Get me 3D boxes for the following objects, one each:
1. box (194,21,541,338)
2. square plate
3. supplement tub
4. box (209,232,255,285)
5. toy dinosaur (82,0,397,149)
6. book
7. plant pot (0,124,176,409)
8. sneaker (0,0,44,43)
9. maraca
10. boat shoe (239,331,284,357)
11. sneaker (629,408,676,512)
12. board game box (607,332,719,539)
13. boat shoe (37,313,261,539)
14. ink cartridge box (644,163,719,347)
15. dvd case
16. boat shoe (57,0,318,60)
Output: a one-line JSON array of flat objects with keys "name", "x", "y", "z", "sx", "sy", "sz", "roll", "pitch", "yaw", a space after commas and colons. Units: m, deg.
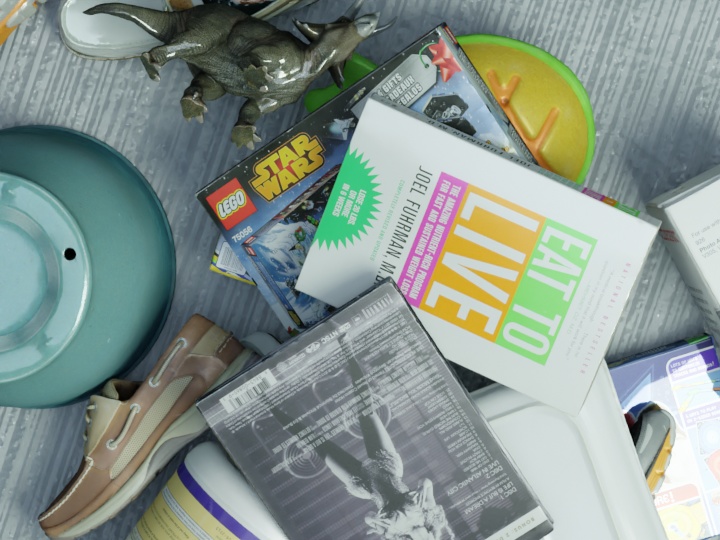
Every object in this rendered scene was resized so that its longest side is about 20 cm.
[{"name": "box", "x": 0.010, "y": -0.050, "z": 1.441, "sx": 0.199, "sy": 0.040, "sz": 0.137, "roll": -33, "pitch": 95, "yaw": 17}, {"name": "square plate", "x": 0.097, "y": 0.175, "z": 1.447, "sx": 0.199, "sy": 0.028, "sz": 0.199, "roll": -21, "pitch": 85, "yaw": 14}, {"name": "supplement tub", "x": -0.108, "y": 0.233, "z": 1.494, "sx": 0.145, "sy": 0.145, "sz": 0.200, "roll": 37, "pitch": 93, "yaw": 0}, {"name": "box", "x": 0.000, "y": 0.000, "z": 1.520, "sx": 0.199, "sy": 0.070, "sz": 0.065, "roll": 19, "pitch": 93, "yaw": 1}, {"name": "toy dinosaur", "x": -0.084, "y": -0.140, "z": 1.454, "sx": 0.199, "sy": 0.102, "sz": 0.077, "roll": 9, "pitch": 124, "yaw": 18}, {"name": "book", "x": 0.074, "y": -0.011, "z": 1.397, "sx": 0.199, "sy": 0.048, "sz": 0.134, "roll": 24, "pitch": 105, "yaw": 8}, {"name": "plant pot", "x": -0.233, "y": 0.001, "z": 1.469, "sx": 0.198, "sy": 0.188, "sz": 0.202, "roll": 0, "pitch": 92, "yaw": 2}, {"name": "sneaker", "x": -0.289, "y": -0.174, "z": 1.520, "sx": 0.077, "sy": 0.078, "sz": 0.200, "roll": 43, "pitch": 88, "yaw": 11}, {"name": "maraca", "x": 0.060, "y": -0.093, "z": 1.498, "sx": 0.198, "sy": 0.107, "sz": 0.138, "roll": 1, "pitch": 106, "yaw": 10}, {"name": "boat shoe", "x": -0.007, "y": 0.116, "z": 1.532, "sx": 0.064, "sy": 0.071, "sz": 0.200, "roll": -36, "pitch": 81, "yaw": -30}, {"name": "sneaker", "x": 0.142, "y": 0.171, "z": 1.485, "sx": 0.077, "sy": 0.078, "sz": 0.200, "roll": 37, "pitch": 89, "yaw": 13}, {"name": "board game box", "x": 0.168, "y": 0.137, "z": 1.536, "sx": 0.199, "sy": 0.034, "sz": 0.136, "roll": -17, "pitch": 92, "yaw": 2}, {"name": "boat shoe", "x": -0.155, "y": 0.106, "z": 1.518, "sx": 0.200, "sy": 0.076, "sz": 0.072, "roll": -43, "pitch": 93, "yaw": 12}, {"name": "ink cartridge box", "x": 0.276, "y": 0.024, "z": 1.474, "sx": 0.084, "sy": 0.146, "sz": 0.201, "roll": -28, "pitch": 91, "yaw": 3}, {"name": "dvd case", "x": 0.011, "y": 0.123, "z": 1.403, "sx": 0.148, "sy": 0.016, "sz": 0.201, "roll": -32, "pitch": 104, "yaw": 6}, {"name": "boat shoe", "x": -0.117, "y": -0.194, "z": 1.517, "sx": 0.199, "sy": 0.068, "sz": 0.075, "roll": -16, "pitch": 95, "yaw": 4}]
